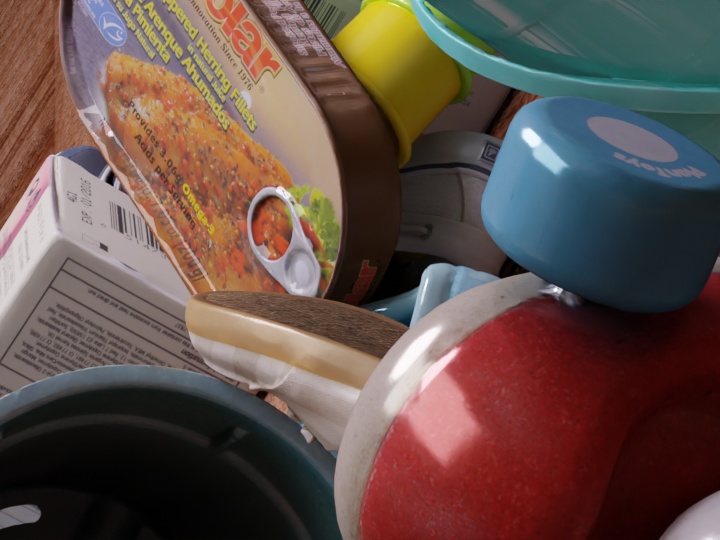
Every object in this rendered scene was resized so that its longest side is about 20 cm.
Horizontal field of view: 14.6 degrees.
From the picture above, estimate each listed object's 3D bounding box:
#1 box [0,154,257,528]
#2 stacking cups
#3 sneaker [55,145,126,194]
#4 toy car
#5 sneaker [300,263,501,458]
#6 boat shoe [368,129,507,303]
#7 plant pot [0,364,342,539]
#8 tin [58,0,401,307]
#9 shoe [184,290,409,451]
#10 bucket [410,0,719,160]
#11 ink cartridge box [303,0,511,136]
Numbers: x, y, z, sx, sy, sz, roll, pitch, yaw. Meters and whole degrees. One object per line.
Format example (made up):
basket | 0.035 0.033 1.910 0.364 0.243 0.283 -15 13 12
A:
box | -0.146 0.068 1.359 0.200 0.128 0.109 -55 19 15
stacking cups | 0.057 -0.130 1.141 0.200 0.061 0.060 -48 14 -20
sneaker | -0.128 -0.026 1.503 0.203 0.077 0.146 -96 27 -44
toy car | 0.109 0.084 0.712 0.200 0.177 0.185 42 118 42
sneaker | -0.001 0.050 1.079 0.200 0.082 0.074 -41 23 42
boat shoe | 0.000 0.000 1.181 0.200 0.071 0.070 -16 47 53
plant pot | -0.105 0.147 1.073 0.201 0.200 0.196 -66 11 -15
tin | -0.052 -0.063 1.105 0.200 0.042 0.112 56 137 27
shoe | 0.014 0.053 0.963 0.200 0.070 0.053 21 102 36
bucket | 0.114 -0.138 0.978 0.207 0.135 0.207 -51 19 26
ink cartridge box | 0.009 -0.137 1.223 0.200 0.146 0.083 -58 25 6
